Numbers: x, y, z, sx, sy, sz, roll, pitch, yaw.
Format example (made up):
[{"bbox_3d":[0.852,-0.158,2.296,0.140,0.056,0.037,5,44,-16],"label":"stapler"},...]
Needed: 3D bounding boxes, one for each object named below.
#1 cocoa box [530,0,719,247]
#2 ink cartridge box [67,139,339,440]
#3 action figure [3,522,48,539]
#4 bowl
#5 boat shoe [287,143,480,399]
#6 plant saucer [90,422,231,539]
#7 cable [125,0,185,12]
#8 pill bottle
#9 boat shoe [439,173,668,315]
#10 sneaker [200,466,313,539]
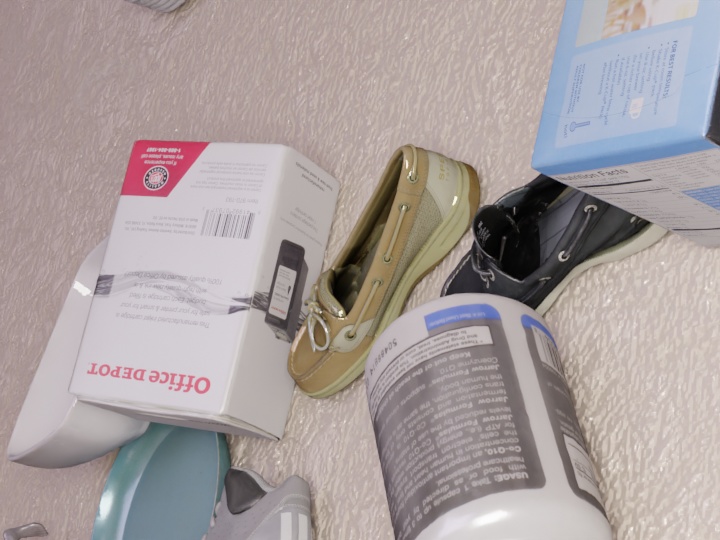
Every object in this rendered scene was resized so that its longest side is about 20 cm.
[{"bbox_3d":[0.188,-0.128,0.881,0.133,0.130,0.202,-6,67,57],"label":"cocoa box"},{"bbox_3d":[-0.113,0.014,1.294,0.144,0.083,0.202,5,75,32],"label":"ink cartridge box"},{"bbox_3d":[-0.331,0.331,1.499,0.200,0.104,0.195,-38,32,38],"label":"action figure"},{"bbox_3d":[-0.201,0.067,1.433,0.200,0.074,0.202,-31,38,62],"label":"bowl"},{"bbox_3d":[0.001,0.001,1.182,0.201,0.063,0.074,-51,34,29],"label":"boat shoe"},{"bbox_3d":[-0.150,0.191,1.356,0.200,0.027,0.202,-36,44,44],"label":"plant saucer"},{"bbox_3d":[-0.177,-0.345,1.686,0.199,0.069,0.202,12,83,61],"label":"cable"},{"bbox_3d":[0.070,0.121,0.945,0.114,0.113,0.201,-48,36,33],"label":"pill bottle"},{"bbox_3d":[0.097,-0.019,1.031,0.199,0.066,0.075,-28,49,50],"label":"boat shoe"},{"bbox_3d":[-0.097,0.200,1.229,0.199,0.075,0.116,-32,41,33],"label":"sneaker"}]
